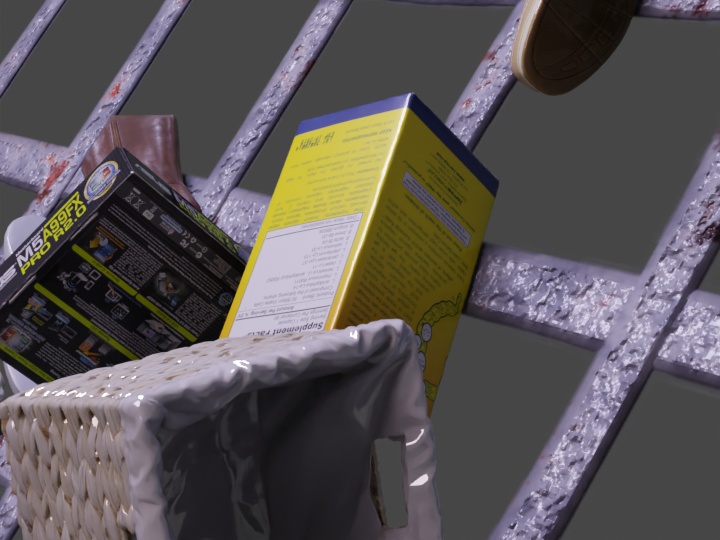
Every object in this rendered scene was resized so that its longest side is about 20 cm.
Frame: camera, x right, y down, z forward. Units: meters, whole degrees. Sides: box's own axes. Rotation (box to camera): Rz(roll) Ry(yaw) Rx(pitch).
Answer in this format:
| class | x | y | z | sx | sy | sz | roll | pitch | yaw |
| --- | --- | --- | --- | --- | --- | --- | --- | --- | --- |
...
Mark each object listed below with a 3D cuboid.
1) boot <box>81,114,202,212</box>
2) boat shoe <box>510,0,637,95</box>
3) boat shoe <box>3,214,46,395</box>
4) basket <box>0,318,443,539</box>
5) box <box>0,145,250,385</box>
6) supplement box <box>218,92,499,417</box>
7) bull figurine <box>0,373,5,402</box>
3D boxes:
| class | x | y | z | sx | sy | sz | roll | pitch | yaw |
| --- | --- | --- | --- | --- | --- | --- | --- | --- | --- |
| boot | -0.225 | -0.047 | 1.410 | 0.185 | 0.064 | 0.201 | -24 | 42 | -2 |
| boat shoe | 0.156 | -0.207 | 1.176 | 0.066 | 0.074 | 0.201 | -3 | 54 | 60 |
| boat shoe | -0.271 | 0.044 | 1.402 | 0.057 | 0.068 | 0.201 | 114 | 153 | -45 |
| basket | -0.073 | 0.140 | 0.937 | 0.160 | 0.199 | 0.200 | 0 | 101 | 50 |
| box | -0.151 | 0.032 | 1.162 | 0.160 | 0.200 | 0.044 | -44 | 36 | 7 |
| supplement box | 0.000 | 0.000 | 1.111 | 0.108 | 0.109 | 0.201 | -9 | 51 | 41 |
| bull figurine | -0.376 | 0.163 | 1.396 | 0.121 | 0.065 | 0.201 | -2 | 54 | 50 |
